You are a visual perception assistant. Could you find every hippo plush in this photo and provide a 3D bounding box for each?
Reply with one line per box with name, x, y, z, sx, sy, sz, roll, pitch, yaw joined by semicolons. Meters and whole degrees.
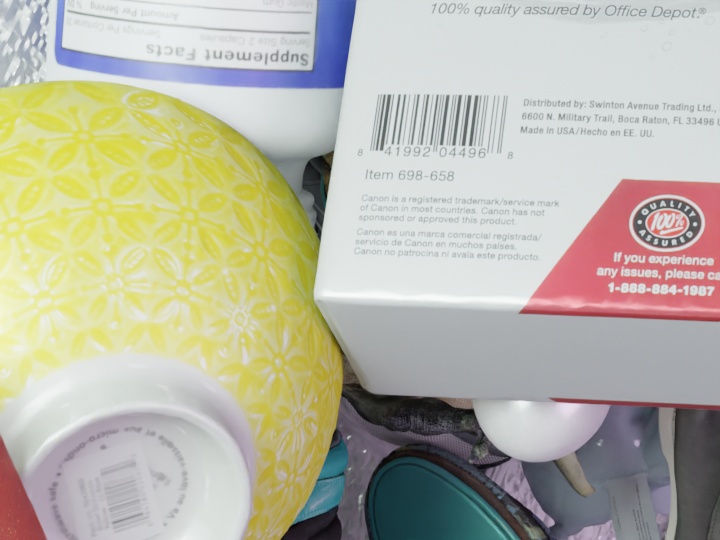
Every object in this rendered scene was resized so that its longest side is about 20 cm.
hippo plush;0.141;0.051;1.244;0.161;0.159;0.200;20;64;-64

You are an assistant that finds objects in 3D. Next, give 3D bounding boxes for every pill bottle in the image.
pill bottle;-0.051;-0.099;0.996;0.112;0.112;0.200;-9;106;-51

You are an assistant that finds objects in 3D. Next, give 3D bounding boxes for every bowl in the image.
bowl;-0.088;0.052;0.916;0.200;0.108;0.200;-10;120;-17

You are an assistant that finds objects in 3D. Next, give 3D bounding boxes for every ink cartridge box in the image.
ink cartridge box;0.074;-0.062;0.958;0.084;0.144;0.200;64;31;-63

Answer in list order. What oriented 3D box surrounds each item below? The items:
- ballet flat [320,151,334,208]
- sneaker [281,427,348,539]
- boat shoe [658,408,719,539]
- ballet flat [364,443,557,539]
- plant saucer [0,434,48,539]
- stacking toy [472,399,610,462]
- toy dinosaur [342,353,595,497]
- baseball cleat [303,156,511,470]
ballet flat;0.023;-0.103;1.071;0.071;0.071;0.200;42;43;-49
sneaker;-0.032;0.112;1.106;0.200;0.084;0.121;38;41;-77
boat shoe;0.154;0.097;1.105;0.067;0.057;0.200;-41;146;-17
ballet flat;0.077;0.150;1.135;0.074;0.200;0.074;-33;163;-11
plant saucer;-0.175;0.143;0.858;0.199;0.037;0.200;-20;124;-2
stacking toy;0.088;-0.005;1.046;0.200;0.146;0.146;-67;145;-42
toy dinosaur;0.011;0.039;1.061;0.200;0.088;0.048;22;81;-12
baseball cleat;0.000;0.000;1.125;0.200;0.106;0.070;53;40;-9
